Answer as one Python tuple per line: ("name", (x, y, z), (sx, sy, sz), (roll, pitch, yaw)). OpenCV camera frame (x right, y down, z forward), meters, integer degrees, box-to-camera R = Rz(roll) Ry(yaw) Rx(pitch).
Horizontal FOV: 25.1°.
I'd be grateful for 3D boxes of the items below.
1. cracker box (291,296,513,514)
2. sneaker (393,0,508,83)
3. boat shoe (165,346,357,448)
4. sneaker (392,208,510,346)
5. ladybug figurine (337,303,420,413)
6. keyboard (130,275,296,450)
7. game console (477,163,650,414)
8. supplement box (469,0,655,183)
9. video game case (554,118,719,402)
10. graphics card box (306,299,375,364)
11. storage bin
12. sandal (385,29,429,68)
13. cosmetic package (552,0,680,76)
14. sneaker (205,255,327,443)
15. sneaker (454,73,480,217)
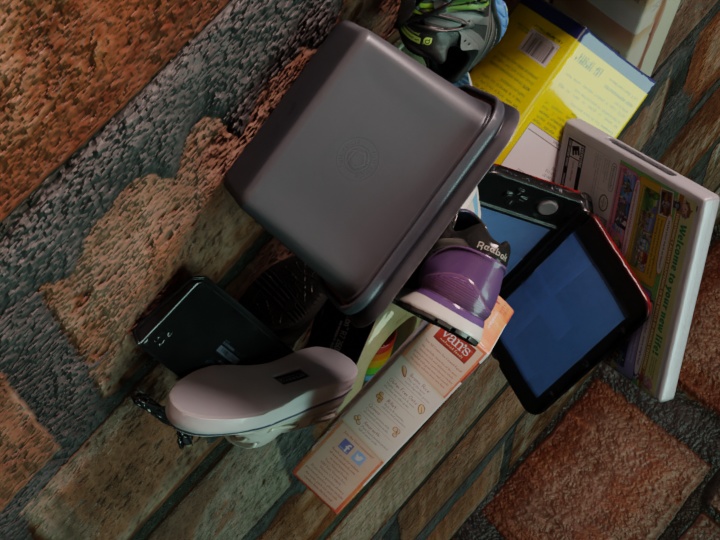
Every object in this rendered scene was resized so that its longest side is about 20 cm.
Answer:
("cracker box", (0.038, 0.102, 1.376), (0.200, 0.058, 0.134), (-49, 178, 20))
("sneaker", (0.063, -0.204, 1.219), (0.083, 0.071, 0.200), (-58, 157, -12))
("boat shoe", (-0.086, 0.118, 1.351), (0.200, 0.071, 0.070), (-14, 132, -49))
("sneaker", (0.063, -0.004, 1.224), (0.088, 0.076, 0.200), (-61, -160, -1))
("ladybug figurine", (0.002, 0.072, 1.672), (0.136, 0.072, 0.200), (-40, 159, -36))
("keyboard", (-0.132, 0.083, 1.340), (0.127, 0.021, 0.200), (-46, 145, -2))
("game console", (0.135, 0.021, 1.469), (0.200, 0.172, 0.119), (-49, -147, 44))
("supplement box", (0.159, -0.139, 1.519), (0.109, 0.110, 0.200), (30, 100, -36))
("video game case", (0.232, -0.011, 1.447), (0.022, 0.182, 0.201), (-12, 122, -33))
("graphics card box", (0.000, 0.000, 1.471), (0.126, 0.051, 0.200), (-78, -172, -47))
("storage bin", (-0.003, -0.086, 1.209), (0.200, 0.134, 0.146), (-52, -160, 4))
("sandal", (0.018, -0.130, 1.318), (0.201, 0.057, 0.080), (-48, 163, -13))
("cosmetic package", (0.250, -0.257, 1.599), (0.087, 0.103, 0.200), (-42, 159, -28))
("sneaker", (-0.089, 0.070, 1.448), (0.200, 0.060, 0.104), (-46, 159, 3))
("sneaker", (0.065, -0.086, 1.380), (0.081, 0.076, 0.201), (47, 44, -62))
